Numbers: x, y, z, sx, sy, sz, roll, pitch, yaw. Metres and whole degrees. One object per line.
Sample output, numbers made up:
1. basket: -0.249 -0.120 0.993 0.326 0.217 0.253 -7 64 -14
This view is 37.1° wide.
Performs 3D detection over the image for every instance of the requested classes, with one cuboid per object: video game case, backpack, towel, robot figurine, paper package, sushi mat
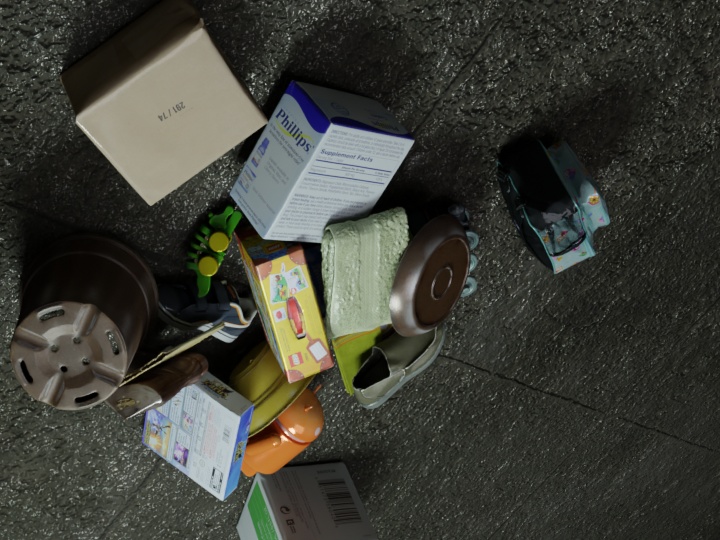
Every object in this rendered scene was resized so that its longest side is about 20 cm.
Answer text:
1. video game case: -0.267 0.249 1.741 0.045 0.180 0.202 -38 152 -48
2. backpack: 0.320 -0.101 1.765 0.151 0.177 0.201 -25 142 -1
3. towel: 0.010 0.007 1.602 0.146 0.036 0.203 -16 126 -24
4. robot figurine: -0.144 0.275 1.867 0.200 0.118 0.143 -41 145 21
5. paper package: -0.249 -0.218 1.373 0.199 0.104 0.191 -34 137 1
6. towel: 0.000 0.129 1.775 0.085 0.018 0.202 -22 137 -8
7. sushi mat: -0.269 0.117 1.541 0.095 0.012 0.200 -30 180 20

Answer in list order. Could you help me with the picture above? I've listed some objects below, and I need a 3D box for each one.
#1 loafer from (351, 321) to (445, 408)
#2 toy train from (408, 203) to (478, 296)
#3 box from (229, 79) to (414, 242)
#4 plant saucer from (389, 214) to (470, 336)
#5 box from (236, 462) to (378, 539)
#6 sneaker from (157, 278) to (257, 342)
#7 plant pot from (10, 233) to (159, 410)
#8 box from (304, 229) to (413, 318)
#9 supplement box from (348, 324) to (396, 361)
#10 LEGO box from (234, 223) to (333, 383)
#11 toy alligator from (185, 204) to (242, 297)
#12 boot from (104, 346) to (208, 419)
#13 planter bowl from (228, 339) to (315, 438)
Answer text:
1. loafer: 0.061 0.144 1.766 0.200 0.075 0.070 -48 147 2
2. toy train: 0.135 -0.025 1.799 0.112 0.086 0.202 -10 135 -6
3. box: -0.055 -0.148 1.526 0.182 0.105 0.201 2 129 -49
4. plant saucer: 0.117 0.014 1.666 0.199 0.032 0.203 -36 138 -40
5. box: -0.105 0.502 2.049 0.197 0.200 0.173 0 129 -28
6. sneaker: -0.239 0.048 1.644 0.079 0.079 0.199 -41 149 18
7. plant pot: -0.380 0.077 1.445 0.196 0.199 0.204 -2 109 -5
8. box: 0.000 0.000 1.703 0.197 0.123 0.048 -21 159 -11
9. supplement box: 0.023 0.081 1.820 0.109 0.086 0.201 -30 138 -3
10. LEGO box: -0.116 0.040 1.615 0.076 0.149 0.203 -19 118 -11
11. toy alligator: -0.214 -0.059 1.581 0.054 0.059 0.203 24 99 -6
12. boot: -0.341 0.171 1.588 0.183 0.200 0.065 -9 101 18
13. planter bowl: -0.158 0.175 1.770 0.200 0.201 0.084 -41 102 10
